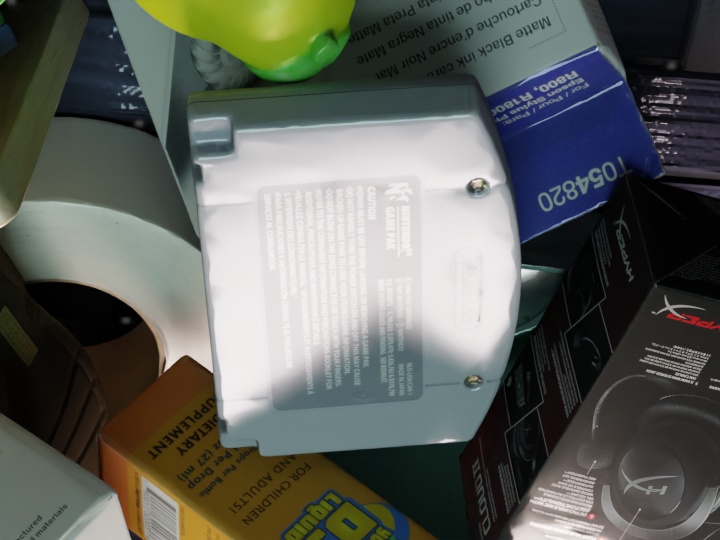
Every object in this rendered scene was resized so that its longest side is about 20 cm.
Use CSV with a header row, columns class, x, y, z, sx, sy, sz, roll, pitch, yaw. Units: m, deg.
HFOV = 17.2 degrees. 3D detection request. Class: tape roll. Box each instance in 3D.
class,x,y,z,sx,sy,sz,roll,pitch,yaw
tape roll,-0.146,0.024,1.176,0.202,0.071,0.202,-1,129,-1

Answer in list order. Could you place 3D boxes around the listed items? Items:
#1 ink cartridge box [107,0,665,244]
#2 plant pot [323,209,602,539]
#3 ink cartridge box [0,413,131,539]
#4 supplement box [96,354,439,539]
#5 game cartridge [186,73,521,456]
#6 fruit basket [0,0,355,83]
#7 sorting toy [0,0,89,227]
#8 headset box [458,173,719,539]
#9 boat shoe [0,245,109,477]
class,x,y,z,sx,sy,sz,roll,pitch,yaw
ink cartridge box,0.003,-0.092,1.025,0.200,0.041,0.200,-26,81,18
plant pot,0.061,0.033,1.150,0.200,0.134,0.200,-1,129,-1
ink cartridge box,-0.197,0.115,1.077,0.200,0.088,0.145,32,153,26
supplement box,-0.026,0.125,1.070,0.200,0.067,0.069,35,147,21
game cartridge,0.000,0.000,0.996,0.133,0.040,0.200,-1,136,0
fruit basket,-0.071,-0.173,0.959,0.216,0.156,0.216,5,120,8
sorting toy,-0.232,-0.059,1.026,0.199,0.200,0.070,-23,117,16
headset box,0.143,0.070,1.044,0.149,0.077,0.200,13,129,-17
boat shoe,-0.180,0.040,1.110,0.076,0.072,0.200,13,143,30
